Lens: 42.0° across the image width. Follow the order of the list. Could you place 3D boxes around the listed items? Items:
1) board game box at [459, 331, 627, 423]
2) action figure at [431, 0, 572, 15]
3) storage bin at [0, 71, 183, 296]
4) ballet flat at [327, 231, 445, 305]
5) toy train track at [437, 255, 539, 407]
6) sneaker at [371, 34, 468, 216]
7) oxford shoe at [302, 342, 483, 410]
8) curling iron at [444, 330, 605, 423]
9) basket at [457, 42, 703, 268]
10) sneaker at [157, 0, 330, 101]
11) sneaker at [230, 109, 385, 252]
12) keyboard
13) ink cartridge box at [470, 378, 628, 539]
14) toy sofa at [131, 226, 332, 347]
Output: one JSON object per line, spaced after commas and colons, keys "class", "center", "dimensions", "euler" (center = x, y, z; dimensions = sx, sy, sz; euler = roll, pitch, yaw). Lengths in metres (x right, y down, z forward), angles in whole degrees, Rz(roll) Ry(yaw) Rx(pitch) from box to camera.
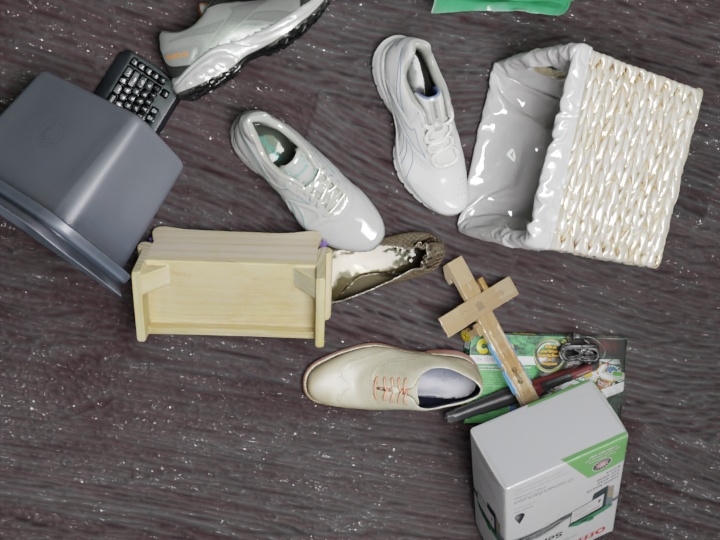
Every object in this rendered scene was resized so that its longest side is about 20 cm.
{"class": "board game box", "center": [0.213, 0.125, 1.090], "dimensions": [0.197, 0.023, 0.106], "euler": [4, 96, -14]}
{"class": "action figure", "center": [0.164, -0.319, 1.014], "dimensions": [0.198, 0.055, 0.120], "euler": [5, 94, -21]}
{"class": "storage bin", "center": [-0.260, -0.085, 0.863], "dimensions": [0.135, 0.199, 0.146], "euler": [-54, 146, -11]}
{"class": "ballet flat", "center": [0.000, 0.000, 1.012], "dimensions": [0.198, 0.046, 0.068], "euler": [-13, 98, -12]}
{"class": "toy train track", "center": [0.145, 0.081, 1.039], "dimensions": [0.114, 0.032, 0.202], "euler": [-26, 86, -32]}
{"class": "sneaker", "center": [0.069, -0.151, 0.992], "dimensions": [0.074, 0.087, 0.202], "euler": [-25, 102, -12]}
{"class": "oxford shoe", "center": [0.036, 0.118, 1.014], "dimensions": [0.197, 0.074, 0.072], "euler": [-5, 97, -4]}
{"class": "curling iron", "center": [0.185, 0.126, 1.061], "dimensions": [0.198, 0.026, 0.050], "euler": [-26, 79, -5]}
{"class": "basket", "center": [0.221, -0.111, 0.977], "dimensions": [0.159, 0.198, 0.203], "euler": [13, 92, -17]}
{"class": "sneaker", "center": [-0.113, -0.251, 0.946], "dimensions": [0.199, 0.074, 0.080], "euler": [-31, 94, -10]}
{"class": "sneaker", "center": [-0.054, -0.089, 0.965], "dimensions": [0.200, 0.080, 0.071], "euler": [40, 85, -9]}
{"class": "keyboard", "center": [-0.247, -0.114, 0.944], "dimensions": [0.103, 0.040, 0.201], "euler": [31, 89, -14]}
{"class": "ink cartridge box", "center": [0.201, 0.229, 1.015], "dimensions": [0.145, 0.085, 0.201], "euler": [-21, 137, -10]}
{"class": "toy sofa", "center": [-0.128, 0.016, 0.955], "dimensions": [0.197, 0.098, 0.084], "euler": [2, 119, -2]}
